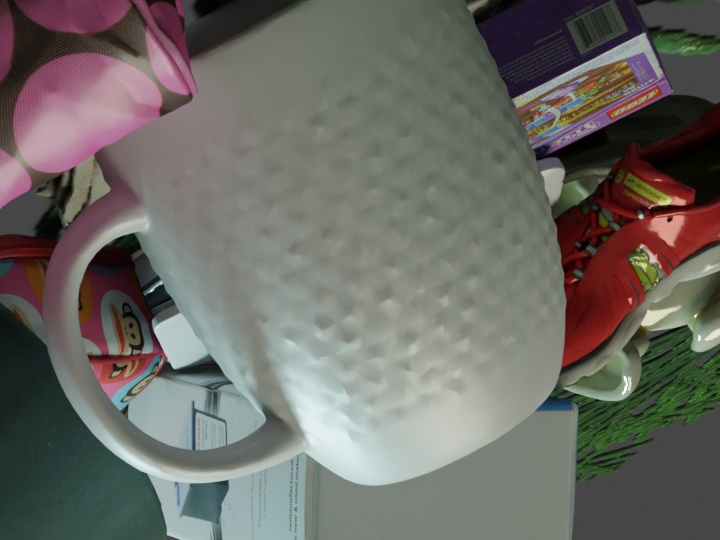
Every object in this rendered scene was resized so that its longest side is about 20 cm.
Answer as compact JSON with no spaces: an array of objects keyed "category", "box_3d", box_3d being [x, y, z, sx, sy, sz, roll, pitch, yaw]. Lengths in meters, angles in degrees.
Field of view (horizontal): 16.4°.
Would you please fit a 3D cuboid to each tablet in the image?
[{"category":"tablet","box_3d":[0.000,0.000,1.172,0.199,0.014,0.130,-22,170,-4]}]

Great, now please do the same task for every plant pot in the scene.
[{"category":"plant pot","box_3d":[-0.196,0.120,1.009,0.196,0.200,0.200,-41,176,-22]}]

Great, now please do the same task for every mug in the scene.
[{"category":"mug","box_3d":[-0.024,-0.005,0.917,0.199,0.176,0.147,-32,-168,-20]}]

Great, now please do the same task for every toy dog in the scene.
[{"category":"toy dog","box_3d":[0.178,-0.009,1.492,0.199,0.141,0.194,-17,177,-30]}]

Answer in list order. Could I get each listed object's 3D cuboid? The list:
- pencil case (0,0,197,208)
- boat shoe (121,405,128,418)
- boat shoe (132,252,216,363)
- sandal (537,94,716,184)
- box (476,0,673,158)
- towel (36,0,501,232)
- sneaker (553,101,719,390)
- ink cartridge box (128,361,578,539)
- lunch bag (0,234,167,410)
[{"category":"pencil case","box_3d":[-0.147,-0.050,0.830,0.199,0.091,0.094,-27,-174,11]},{"category":"boat shoe","box_3d":[-0.183,0.126,1.296,0.060,0.072,0.201,45,72,-40]},{"category":"boat shoe","box_3d":[-0.086,0.022,1.311,0.071,0.068,0.200,-11,163,-46]},{"category":"sandal","box_3d":[0.093,-0.078,1.245,0.199,0.080,0.058,-10,122,-26]},{"category":"box","box_3d":[0.035,-0.062,1.089,0.199,0.039,0.137,-26,169,8]},{"category":"towel","box_3d":[-0.040,-0.076,1.058,0.199,0.035,0.133,-21,169,-17]},{"category":"sneaker","box_3d":[0.120,-0.020,1.185,0.200,0.077,0.085,-36,152,-24]},{"category":"ink cartridge box","box_3d":[-0.009,0.093,1.211,0.145,0.087,0.200,0,-178,-30]},{"category":"lunch bag","box_3d":[-0.208,0.055,1.187,0.199,0.082,0.176,-28,167,21]}]
